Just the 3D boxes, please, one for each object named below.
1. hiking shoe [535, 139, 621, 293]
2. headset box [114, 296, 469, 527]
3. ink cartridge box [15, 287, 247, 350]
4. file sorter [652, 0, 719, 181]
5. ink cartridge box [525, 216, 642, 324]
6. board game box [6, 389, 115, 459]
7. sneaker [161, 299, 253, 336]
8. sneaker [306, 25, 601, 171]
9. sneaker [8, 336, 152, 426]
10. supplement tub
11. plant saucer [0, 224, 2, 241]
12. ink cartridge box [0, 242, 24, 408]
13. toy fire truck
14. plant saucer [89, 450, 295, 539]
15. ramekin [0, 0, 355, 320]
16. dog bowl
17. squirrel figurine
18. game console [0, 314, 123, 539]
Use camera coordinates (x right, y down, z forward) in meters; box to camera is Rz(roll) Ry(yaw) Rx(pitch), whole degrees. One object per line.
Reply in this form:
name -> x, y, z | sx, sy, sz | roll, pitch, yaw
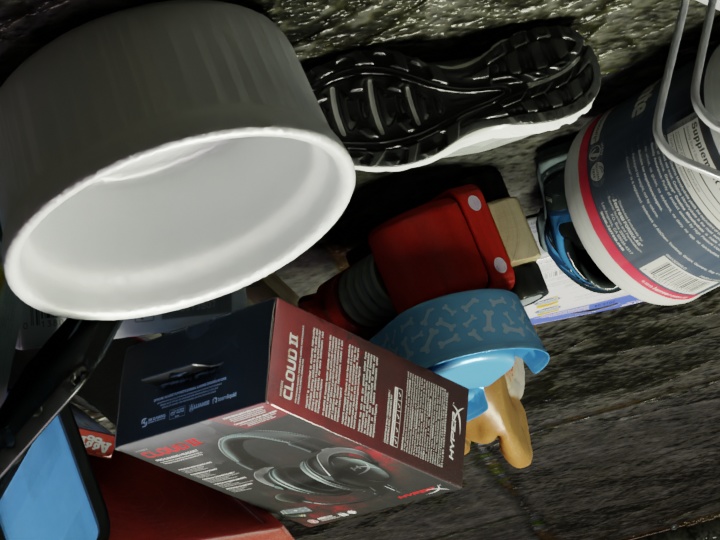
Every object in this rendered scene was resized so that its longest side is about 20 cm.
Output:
hiking shoe -> 0.164, -0.017, 1.821 | 0.074, 0.087, 0.200 | -15, 154, 8
headset box -> -0.051, 0.092, 1.648 | 0.148, 0.078, 0.200 | -19, 147, 41
ink cartridge box -> -0.187, 0.012, 1.719 | 0.162, 0.057, 0.200 | -7, -167, -24
file sorter -> 0.266, -0.133, 1.398 | 0.138, 0.125, 0.200 | 21, 154, -11
ink cartridge box -> 0.181, -0.008, 2.004 | 0.119, 0.042, 0.200 | -14, 161, 1
board game box -> -0.248, 0.094, 1.789 | 0.103, 0.020, 0.200 | 16, -178, -23
sneaker -> -0.082, 0.069, 1.827 | 0.090, 0.200, 0.067 | -31, 124, 1
sneaker -> 0.044, -0.094, 1.530 | 0.199, 0.074, 0.079 | -9, 169, -18
sneaker -> -0.166, 0.070, 1.792 | 0.201, 0.068, 0.108 | 14, -172, 25
supplement tub -> 0.243, -0.072, 1.648 | 0.140, 0.141, 0.200 | 0, 159, -41
plant saucer -> -0.174, -0.047, 1.578 | 0.199, 0.028, 0.200 | -13, 163, -4
ink cartridge box -> -0.291, 0.039, 1.481 | 0.146, 0.147, 0.200 | 8, 165, 4
toy fire truck -> 0.000, 0.000, 1.768 | 0.199, 0.129, 0.176 | -13, 168, -43
plant saucer -> -0.159, 0.164, 1.725 | 0.199, 0.037, 0.199 | -4, -156, -35
ramekin -> -0.111, -0.063, 1.404 | 0.200, 0.098, 0.201 | -17, 157, -7
dog bowl -> 0.052, 0.066, 1.758 | 0.111, 0.050, 0.200 | -5, 161, -26
squirrel figurine -> 0.030, 0.081, 2.069 | 0.186, 0.142, 0.200 | -9, 153, 21
game console -> -0.162, 0.109, 1.522 | 0.176, 0.116, 0.200 | -47, -170, 20
